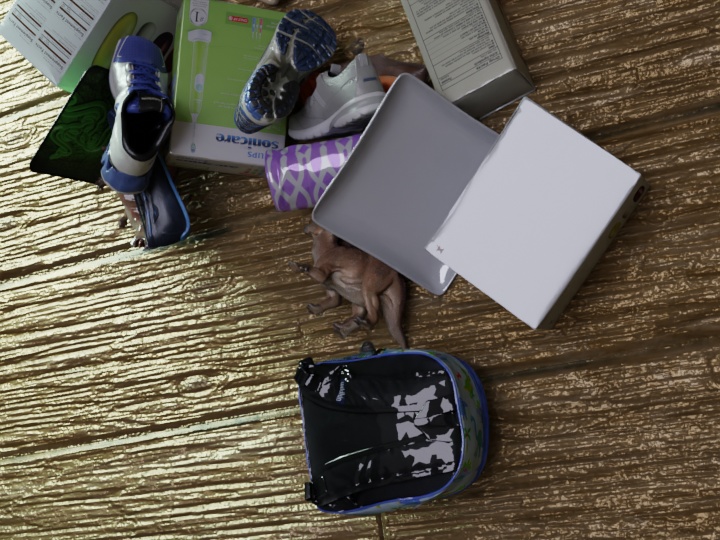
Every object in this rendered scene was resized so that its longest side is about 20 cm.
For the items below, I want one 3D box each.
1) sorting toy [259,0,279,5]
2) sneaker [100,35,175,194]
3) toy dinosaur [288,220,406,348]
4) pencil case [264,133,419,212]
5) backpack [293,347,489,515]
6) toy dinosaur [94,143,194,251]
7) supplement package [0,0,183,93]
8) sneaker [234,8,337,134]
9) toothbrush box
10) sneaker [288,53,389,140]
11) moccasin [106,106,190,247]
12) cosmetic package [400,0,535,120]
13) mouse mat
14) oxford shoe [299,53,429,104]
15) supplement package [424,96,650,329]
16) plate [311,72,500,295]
[{"bbox_3d":[-0.143,-0.467,1.605,0.199,0.036,0.187,27,95,32],"label":"sorting toy"},{"bbox_3d":[-0.260,-0.203,1.445,0.115,0.080,0.201,-37,47,56],"label":"sneaker"},{"bbox_3d":[0.000,0.000,1.433,0.199,0.086,0.136,37,63,10],"label":"toy dinosaur"},{"bbox_3d":[-0.018,-0.128,1.431,0.198,0.084,0.086,-10,39,3],"label":"pencil case"},{"bbox_3d":[0.047,0.179,1.346,0.198,0.147,0.185,-13,76,28],"label":"backpack"},{"bbox_3d":[-0.276,-0.120,1.592,0.134,0.086,0.202,7,82,28],"label":"toy dinosaur"},{"bbox_3d":[-0.333,-0.339,1.590,0.147,0.191,0.201,41,102,26],"label":"supplement package"},{"bbox_3d":[-0.100,-0.243,1.451,0.077,0.201,0.085,41,142,-11],"label":"sneaker"},{"bbox_3d":[-0.168,-0.230,1.511,0.144,0.086,0.202,5,83,-15],"label":"toothbrush box"},{"bbox_3d":[-0.026,-0.206,1.434,0.199,0.074,0.083,-11,88,57],"label":"sneaker"},{"bbox_3d":[-0.283,-0.122,1.510,0.068,0.081,0.201,-24,70,-17],"label":"moccasin"},{"bbox_3d":[0.120,-0.289,1.412,0.103,0.087,0.202,-24,71,20],"label":"cosmetic package"},{"bbox_3d":[-0.343,-0.187,1.569,0.008,0.200,0.162,37,100,18],"label":"mouse mat"},{"bbox_3d":[0.000,-0.232,1.488,0.199,0.072,0.073,12,50,36],"label":"oxford shoe"},{"bbox_3d":[0.197,-0.059,1.314,0.155,0.111,0.201,36,100,17],"label":"supplement package"},{"bbox_3d":[0.069,-0.100,1.380,0.200,0.199,0.032,-57,24,9],"label":"plate"}]
